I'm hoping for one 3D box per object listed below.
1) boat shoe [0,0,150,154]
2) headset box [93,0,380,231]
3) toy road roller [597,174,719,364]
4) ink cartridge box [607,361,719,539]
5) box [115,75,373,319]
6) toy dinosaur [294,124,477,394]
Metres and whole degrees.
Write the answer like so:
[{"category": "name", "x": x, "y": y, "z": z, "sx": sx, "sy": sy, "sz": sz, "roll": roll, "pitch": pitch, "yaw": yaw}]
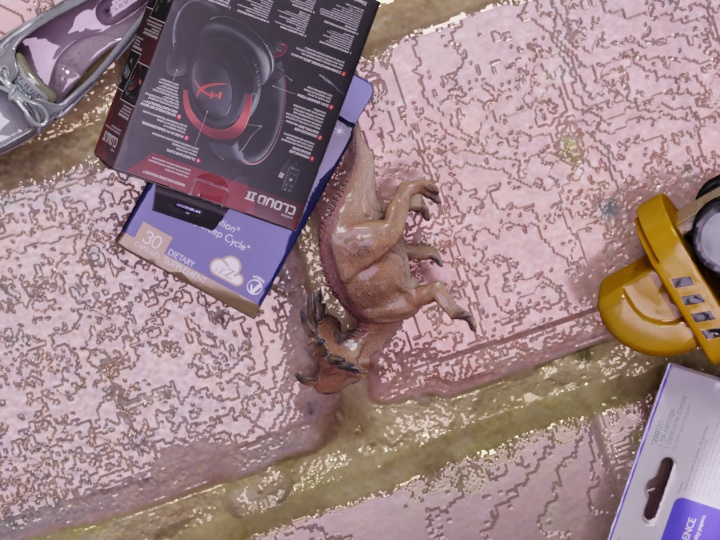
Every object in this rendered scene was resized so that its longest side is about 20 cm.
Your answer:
[{"category": "boat shoe", "x": -0.224, "y": -0.158, "z": 1.662, "sx": 0.202, "sy": 0.065, "sz": 0.074, "roll": -37, "pitch": 99, "yaw": 1}, {"category": "headset box", "x": -0.094, "y": -0.129, "z": 1.624, "sx": 0.148, "sy": 0.075, "sz": 0.201, "roll": 18, "pitch": 95, "yaw": -21}, {"category": "toy road roller", "x": 0.268, "y": 0.032, "z": 1.699, "sx": 0.146, "sy": 0.123, "sz": 0.200, "roll": -30, "pitch": 97, "yaw": 14}, {"category": "ink cartridge box", "x": 0.296, "y": 0.187, "z": 1.756, "sx": 0.199, "sy": 0.043, "sz": 0.199, "roll": 18, "pitch": 96, "yaw": -8}, {"category": "box", "x": -0.086, "y": -0.079, "z": 1.700, "sx": 0.121, "sy": 0.032, "sz": 0.200, "roll": 28, "pitch": 94, "yaw": -7}, {"category": "toy dinosaur", "x": 0.000, "y": 0.000, "z": 1.680, "sx": 0.135, "sy": 0.086, "sz": 0.201, "roll": -18, "pitch": 107, "yaw": -9}]
